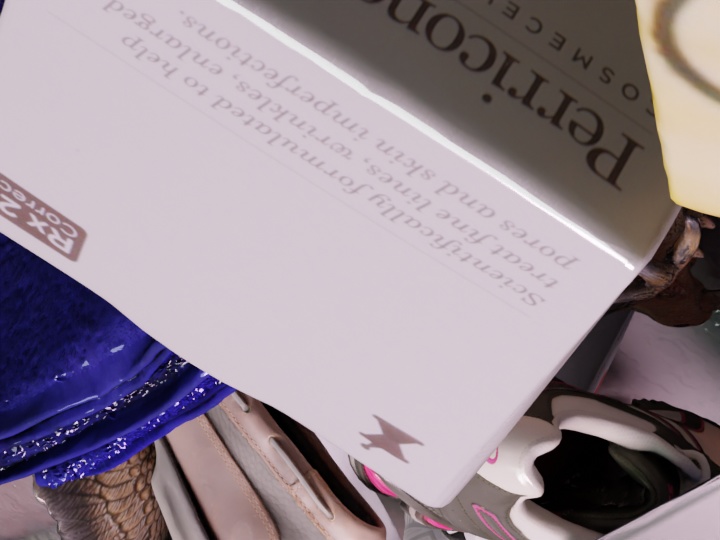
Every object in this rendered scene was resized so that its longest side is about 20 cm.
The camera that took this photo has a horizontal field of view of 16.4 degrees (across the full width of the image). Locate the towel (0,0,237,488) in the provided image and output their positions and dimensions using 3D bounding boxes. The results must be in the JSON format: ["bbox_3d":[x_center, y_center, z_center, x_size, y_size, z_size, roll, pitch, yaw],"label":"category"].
[{"bbox_3d":[-0.069,-0.040,0.798,0.049,0.201,0.147,22,145,-36],"label":"towel"}]

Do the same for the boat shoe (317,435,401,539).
[{"bbox_3d":[-0.044,0.084,0.984,0.070,0.066,0.200,30,162,31],"label":"boat shoe"}]

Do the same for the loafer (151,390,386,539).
[{"bbox_3d":[-0.050,0.028,0.856,0.063,0.201,0.072,-36,156,23],"label":"loafer"}]

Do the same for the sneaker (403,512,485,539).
[{"bbox_3d":[0.041,0.113,1.001,0.075,0.081,0.200,25,-176,-5],"label":"sneaker"}]

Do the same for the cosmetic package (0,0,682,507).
[{"bbox_3d":[0.019,-0.080,0.663,0.164,0.200,0.165,32,150,0],"label":"cosmetic package"}]

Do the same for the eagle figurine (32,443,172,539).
[{"bbox_3d":[-0.088,0.053,1.055,0.151,0.151,0.200,-19,114,45],"label":"eagle figurine"}]

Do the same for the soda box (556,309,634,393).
[{"bbox_3d":[0.000,0.000,0.942,0.199,0.068,0.064,28,153,8],"label":"soda box"}]

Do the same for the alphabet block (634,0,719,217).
[{"bbox_3d":[0.173,-0.115,0.470,0.199,0.197,0.196,16,146,26],"label":"alphabet block"}]

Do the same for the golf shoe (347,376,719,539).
[{"bbox_3d":[0.088,0.081,0.838,0.199,0.078,0.088,20,180,-37],"label":"golf shoe"}]

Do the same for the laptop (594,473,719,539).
[{"bbox_3d":[0.202,0.102,0.797,0.187,0.199,0.116,-33,71,36],"label":"laptop"}]

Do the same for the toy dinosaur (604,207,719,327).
[{"bbox_3d":[0.050,-0.016,0.798,0.135,0.200,0.086,19,107,17],"label":"toy dinosaur"}]
